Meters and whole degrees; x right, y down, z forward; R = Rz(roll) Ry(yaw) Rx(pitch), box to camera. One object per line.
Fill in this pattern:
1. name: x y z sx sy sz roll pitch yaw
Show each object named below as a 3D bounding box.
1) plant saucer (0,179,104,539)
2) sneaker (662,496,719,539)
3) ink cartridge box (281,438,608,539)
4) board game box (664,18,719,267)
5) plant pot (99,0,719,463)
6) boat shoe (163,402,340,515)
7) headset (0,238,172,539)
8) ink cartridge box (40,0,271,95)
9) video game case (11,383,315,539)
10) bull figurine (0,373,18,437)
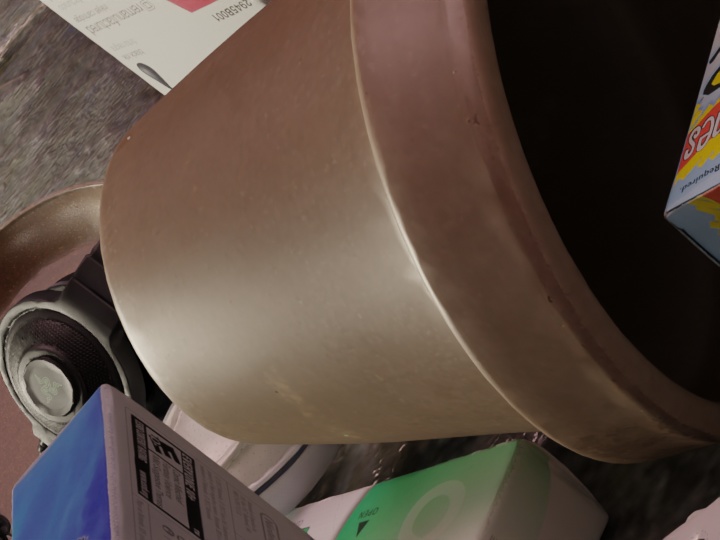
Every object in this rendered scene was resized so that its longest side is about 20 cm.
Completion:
1. plant saucer: -0.137 0.055 1.184 0.200 0.032 0.201 -18 58 31
2. sneaker: 0.117 0.064 0.623 0.199 0.079 0.130 -27 29 50
3. ink cartridge box: -0.016 0.157 0.802 0.161 0.050 0.200 -23 31 54
4. board game box: 0.174 -0.073 0.706 0.103 0.105 0.200 -32 27 42
5. plant pot: 0.020 -0.021 0.770 0.174 0.200 0.201 -22 31 31
6. boat shoe: -0.029 0.005 0.896 0.074 0.086 0.202 25 74 43
7. headset: -0.107 0.027 0.977 0.200 0.094 0.123 -57 -14 11
8. ink cartridge box: -0.018 -0.101 1.046 0.146 0.200 0.085 -12 46 61
9. video game case: -0.004 0.132 0.612 0.045 0.181 0.200 -48 19 11
10. bull figurine: -0.152 0.057 1.271 0.200 0.065 0.121 -49 15 -2
